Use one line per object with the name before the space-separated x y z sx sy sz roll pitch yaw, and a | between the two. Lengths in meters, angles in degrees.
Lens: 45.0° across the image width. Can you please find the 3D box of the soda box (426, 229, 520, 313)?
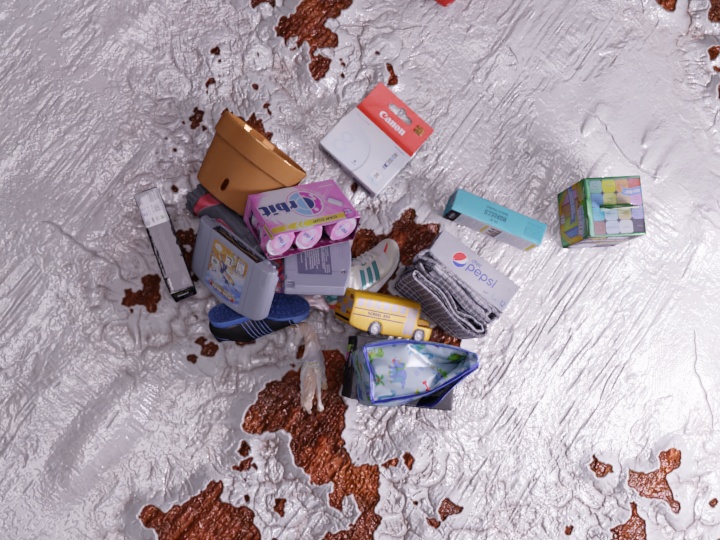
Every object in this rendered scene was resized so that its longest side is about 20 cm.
soda box | 0.225 0.004 1.779 0.200 0.063 0.068 37 81 -1

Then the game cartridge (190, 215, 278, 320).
game cartridge | -0.243 0.001 1.646 0.200 0.041 0.134 36 123 24

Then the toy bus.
toy bus | 0.049 0.089 1.701 0.199 0.065 0.079 11 95 -33

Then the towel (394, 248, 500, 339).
towel | 0.165 0.055 1.715 0.200 0.166 0.086 42 83 -1

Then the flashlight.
flashlight | -0.261 -0.087 1.692 0.068 0.068 0.200 -39 66 -12

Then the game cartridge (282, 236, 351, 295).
game cartridge | -0.085 -0.033 1.676 0.133 0.041 0.201 0 49 -7

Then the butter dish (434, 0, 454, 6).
butter dish | 0.186 -0.698 1.834 0.200 0.148 0.199 43 120 -2

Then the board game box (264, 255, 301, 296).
board game box | -0.192 -0.018 1.710 0.199 0.039 0.159 -10 84 -7

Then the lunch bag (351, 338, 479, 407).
lunch bag | 0.095 0.178 1.534 0.199 0.170 0.128 -9 83 -10

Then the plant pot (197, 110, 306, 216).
plant pot | -0.224 -0.196 1.695 0.200 0.200 0.140 38 97 -1

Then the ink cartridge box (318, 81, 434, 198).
ink cartridge box | 0.036 -0.276 1.800 0.160 0.047 0.200 42 82 0

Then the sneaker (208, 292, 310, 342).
sneaker | -0.197 0.097 1.704 0.199 0.078 0.070 -5 50 -3

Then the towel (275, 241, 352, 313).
towel | -0.126 -0.030 1.755 0.199 0.032 0.192 18 82 -4

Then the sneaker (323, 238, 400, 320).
sneaker | -0.001 0.000 1.724 0.200 0.070 0.093 -52 125 -16

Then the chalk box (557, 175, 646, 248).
chalk box | 0.495 -0.121 1.762 0.124 0.200 0.124 -2 83 -8

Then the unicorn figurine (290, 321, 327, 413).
unicorn figurine | -0.098 0.184 1.689 0.074 0.200 0.138 -10 111 -14

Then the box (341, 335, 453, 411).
box | 0.073 0.199 1.690 0.199 0.149 0.125 7 83 -6

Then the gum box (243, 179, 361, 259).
gum box | -0.116 -0.098 1.647 0.199 0.066 0.114 -15 53 -30

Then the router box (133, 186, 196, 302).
router box | -0.371 -0.046 1.665 0.051 0.149 0.201 -20 85 -10

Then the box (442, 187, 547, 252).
box | 0.276 -0.102 1.791 0.199 0.082 0.049 22 79 -4
